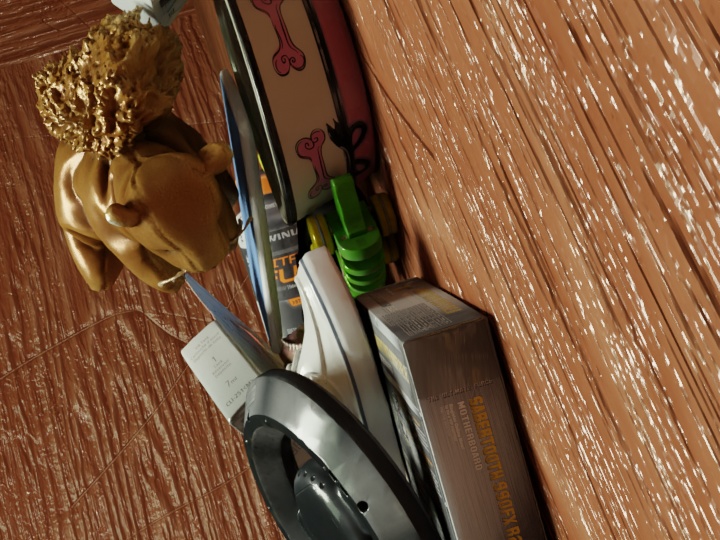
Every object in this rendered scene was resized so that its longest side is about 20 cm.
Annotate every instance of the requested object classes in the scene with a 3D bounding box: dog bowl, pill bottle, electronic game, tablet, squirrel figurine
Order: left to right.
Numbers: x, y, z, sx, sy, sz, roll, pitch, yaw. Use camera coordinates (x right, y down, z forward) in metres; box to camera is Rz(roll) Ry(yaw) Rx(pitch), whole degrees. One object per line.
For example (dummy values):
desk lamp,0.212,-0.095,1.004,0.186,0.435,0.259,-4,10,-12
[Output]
squirrel figurine,-0.160,-0.078,0.808,0.200,0.141,0.187,67,168,-17
tablet,-0.086,-0.047,0.902,0.130,0.014,0.200,-115,17,-58
pill bottle,-0.083,-0.020,1.310,0.106,0.106,0.201,-132,25,-76
dog bowl,-0.048,-0.138,0.803,0.200,0.074,0.201,163,90,-83
electronic game,-0.008,0.149,0.694,0.200,0.042,0.200,42,150,31

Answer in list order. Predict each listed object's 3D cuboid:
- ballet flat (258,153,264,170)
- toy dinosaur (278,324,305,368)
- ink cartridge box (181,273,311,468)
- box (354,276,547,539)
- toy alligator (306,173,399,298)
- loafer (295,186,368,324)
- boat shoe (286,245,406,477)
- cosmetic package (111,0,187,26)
ballet flat,-0.055,-0.125,0.991,0.067,0.067,0.200,46,160,26
toy dinosaur,-0.020,0.071,0.873,0.136,0.086,0.200,47,-177,31
ink cartridge box,-0.075,0.101,0.927,0.174,0.044,0.200,44,177,45
box,0.051,0.094,0.676,0.200,0.048,0.159,-146,40,-81
toy alligator,0.000,0.000,0.823,0.200,0.059,0.054,84,167,-63
loafer,-0.018,-0.018,0.944,0.200,0.073,0.071,97,162,-57
boat shoe,-0.018,0.083,0.744,0.074,0.065,0.200,-119,13,-70
cosmetic package,-0.118,-0.252,0.775,0.052,0.151,0.200,33,178,-6
